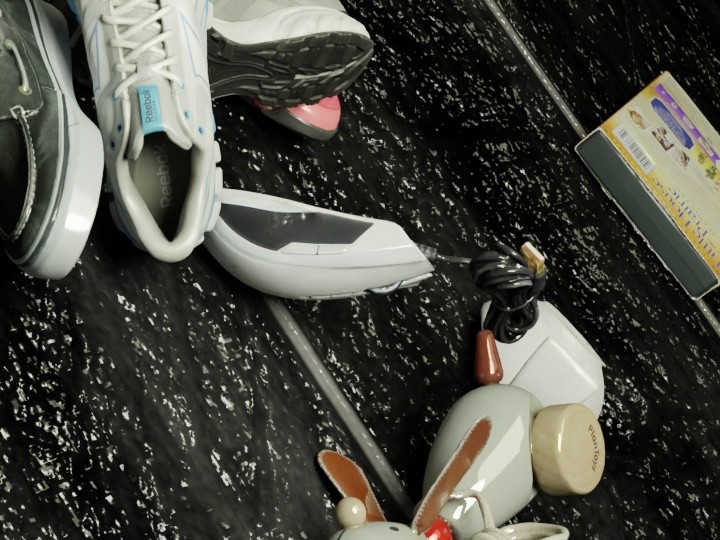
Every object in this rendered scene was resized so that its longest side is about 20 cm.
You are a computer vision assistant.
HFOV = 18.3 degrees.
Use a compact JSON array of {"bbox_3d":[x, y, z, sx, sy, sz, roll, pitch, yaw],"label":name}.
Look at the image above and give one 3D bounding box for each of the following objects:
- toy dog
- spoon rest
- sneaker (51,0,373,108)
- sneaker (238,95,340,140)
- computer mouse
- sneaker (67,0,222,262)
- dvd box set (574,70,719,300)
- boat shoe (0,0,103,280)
[{"bbox_3d":[0.047,0.095,1.157,0.200,0.131,0.097,-39,111,-70],"label":"toy dog"},{"bbox_3d":[0.105,0.060,1.313,0.099,0.061,0.200,47,6,1],"label":"spoon rest"},{"bbox_3d":[-0.090,-0.138,1.251,0.199,0.074,0.080,-1,50,-39],"label":"sneaker"},{"bbox_3d":[-0.048,-0.172,1.351,0.074,0.087,0.201,15,45,-46],"label":"sneaker"},{"bbox_3d":[0.000,0.000,1.191,0.199,0.110,0.044,11,76,2],"label":"computer mouse"},{"bbox_3d":[-0.102,-0.098,1.101,0.087,0.075,0.201,-114,-167,-75],"label":"sneaker"},{"bbox_3d":[0.244,-0.068,1.701,0.147,0.029,0.200,51,28,0],"label":"dvd box set"},{"bbox_3d":[-0.177,-0.071,1.087,0.071,0.072,0.200,20,30,-31],"label":"boat shoe"}]
